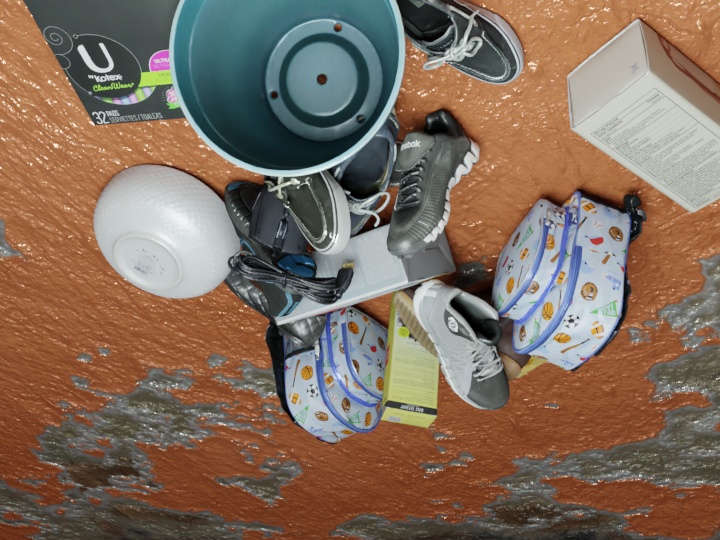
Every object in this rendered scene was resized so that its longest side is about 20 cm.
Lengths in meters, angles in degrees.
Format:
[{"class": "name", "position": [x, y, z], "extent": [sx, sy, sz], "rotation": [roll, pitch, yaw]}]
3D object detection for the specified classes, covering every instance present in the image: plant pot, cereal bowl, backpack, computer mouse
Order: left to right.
[{"class": "cereal bowl", "position": [-0.264, -0.036, 1.064], "extent": [0.199, 0.083, 0.201], "rotation": [8, 133, 9]}, {"class": "computer mouse", "position": [-0.066, -0.044, 0.937], "extent": [0.140, 0.200, 0.046], "rotation": [22, 124, -9]}, {"class": "plant pot", "position": [-0.050, -0.187, 0.751], "extent": [0.199, 0.201, 0.188], "rotation": [0, -175, 8]}, {"class": "backpack", "position": [-0.032, 0.157, 1.214], "extent": [0.154, 0.191, 0.200], "rotation": [-20, 145, 36]}, {"class": "backpack", "position": [0.251, 0.018, 0.995], "extent": [0.153, 0.191, 0.200], "rotation": [11, 143, -6]}]

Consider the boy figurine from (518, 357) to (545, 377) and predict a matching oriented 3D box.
[{"class": "boy figurine", "position": [0.250, 0.127, 1.206], "extent": [0.199, 0.065, 0.125], "rotation": [-7, 141, -21]}]

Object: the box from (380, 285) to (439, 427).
[{"class": "box", "position": [0.074, 0.117, 1.150], "extent": [0.075, 0.201, 0.050], "rotation": [10, 150, -8]}]

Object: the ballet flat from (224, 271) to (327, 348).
[{"class": "ballet flat", "position": [-0.134, 0.035, 1.154], "extent": [0.200, 0.057, 0.066], "rotation": [37, 180, 9]}]

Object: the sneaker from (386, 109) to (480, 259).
[{"class": "sneaker", "position": [0.066, -0.103, 0.887], "extent": [0.066, 0.200, 0.091], "rotation": [-5, 133, 41]}]

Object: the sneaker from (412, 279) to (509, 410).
[{"class": "sneaker", "position": [0.146, 0.101, 1.000], "extent": [0.200, 0.075, 0.115], "rotation": [55, 160, -15]}]

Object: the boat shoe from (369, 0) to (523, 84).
[{"class": "boat shoe", "position": [0.087, -0.237, 0.798], "extent": [0.199, 0.068, 0.073], "rotation": [34, 135, -31]}]

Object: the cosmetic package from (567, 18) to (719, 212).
[{"class": "cosmetic package", "position": [0.325, -0.158, 0.852], "extent": [0.200, 0.088, 0.103], "rotation": [27, 139, -27]}]

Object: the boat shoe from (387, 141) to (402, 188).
[{"class": "boat shoe", "position": [-0.014, -0.122, 0.970], "extent": [0.199, 0.057, 0.067], "rotation": [7, 143, -1]}]

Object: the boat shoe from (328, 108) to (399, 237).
[{"class": "boat shoe", "position": [-0.001, -0.100, 0.916], "extent": [0.075, 0.062, 0.200], "rotation": [11, 138, -16]}]

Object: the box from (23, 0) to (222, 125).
[{"class": "box", "position": [-0.215, -0.257, 0.767], "extent": [0.148, 0.125, 0.200], "rotation": [-3, 141, 11]}]

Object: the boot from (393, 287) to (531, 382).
[{"class": "boot", "position": [0.162, 0.056, 1.122], "extent": [0.200, 0.166, 0.072], "rotation": [43, 161, 2]}]

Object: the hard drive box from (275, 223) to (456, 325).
[{"class": "hard drive box", "position": [0.000, 0.000, 1.050], "extent": [0.199, 0.077, 0.156], "rotation": [-18, 176, 30]}]

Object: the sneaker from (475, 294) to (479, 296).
[{"class": "sneaker", "position": [0.160, 0.097, 1.207], "extent": [0.199, 0.088, 0.074], "rotation": [-19, 136, 30]}]

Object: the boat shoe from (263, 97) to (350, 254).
[{"class": "boat shoe", "position": [-0.078, -0.103, 0.888], "extent": [0.064, 0.200, 0.071], "rotation": [-6, 152, -47]}]

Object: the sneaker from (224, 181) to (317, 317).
[{"class": "sneaker", "position": [-0.125, -0.031, 0.994], "extent": [0.073, 0.200, 0.082], "rotation": [-3, 136, -33]}]
